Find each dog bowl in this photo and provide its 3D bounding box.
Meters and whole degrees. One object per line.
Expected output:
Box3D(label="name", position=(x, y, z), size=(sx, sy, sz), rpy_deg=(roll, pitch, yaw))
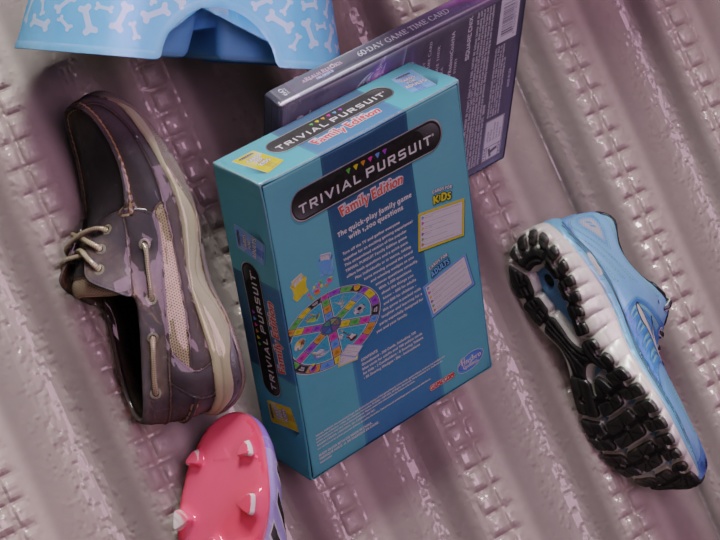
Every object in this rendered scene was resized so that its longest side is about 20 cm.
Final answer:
Box3D(label="dog bowl", position=(-0.103, -0.147, 1.155), size=(0.199, 0.111, 0.050), rpy_deg=(1, 96, -28))

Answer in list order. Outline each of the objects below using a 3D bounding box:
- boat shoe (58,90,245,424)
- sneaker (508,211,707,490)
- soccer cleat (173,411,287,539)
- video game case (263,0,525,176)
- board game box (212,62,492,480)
Box3D(label="boat shoe", position=(-0.132, -0.005, 1.136), size=(0.073, 0.074, 0.201), rpy_deg=(-21, 88, -31))
Box3D(label="sneaker", position=(0.181, 0.048, 1.293), size=(0.090, 0.078, 0.201), rpy_deg=(-28, 93, -34))
Box3D(label="soccer cleat", position=(-0.062, 0.185, 1.146), size=(0.076, 0.066, 0.202), rpy_deg=(21, 60, -56))
Box3D(label="video game case", position=(0.020, -0.087, 1.210), size=(0.199, 0.144, 0.019), rpy_deg=(-29, 53, -30))
Box3D(label="board game box", position=(0.000, 0.000, 1.165), size=(0.150, 0.047, 0.201), rpy_deg=(-29, 126, -31))
